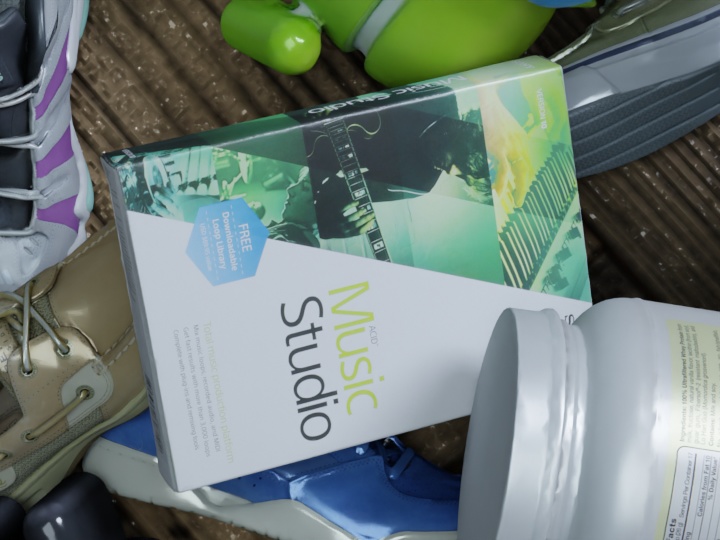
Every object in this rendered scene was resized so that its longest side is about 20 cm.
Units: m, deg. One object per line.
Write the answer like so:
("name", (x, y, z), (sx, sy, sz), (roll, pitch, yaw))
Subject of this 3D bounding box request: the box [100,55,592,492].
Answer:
("box", (0.000, 0.000, 1.041), (0.199, 0.036, 0.145), (-15, 108, -16))

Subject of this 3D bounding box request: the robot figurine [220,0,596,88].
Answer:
("robot figurine", (0.009, -0.162, 1.087), (0.175, 0.116, 0.200), (-44, 86, -9))

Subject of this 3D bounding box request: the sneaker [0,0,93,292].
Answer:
("sneaker", (-0.167, -0.076, 1.088), (0.077, 0.140, 0.201), (-2, 89, 5))

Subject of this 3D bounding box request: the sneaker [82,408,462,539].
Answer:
("sneaker", (-0.022, 0.061, 1.105), (0.199, 0.077, 0.112), (14, 100, 12))

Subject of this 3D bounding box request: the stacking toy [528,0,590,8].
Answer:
("stacking toy", (0.086, -0.222, 1.021), (0.116, 0.110, 0.201), (-28, 44, 36))

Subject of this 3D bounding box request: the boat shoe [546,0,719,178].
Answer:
("boat shoe", (0.137, -0.101, 1.107), (0.199, 0.072, 0.062), (-24, 63, 1))

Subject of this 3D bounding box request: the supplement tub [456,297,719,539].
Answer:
("supplement tub", (0.148, 0.090, 1.006), (0.199, 0.145, 0.146), (9, 90, -5))

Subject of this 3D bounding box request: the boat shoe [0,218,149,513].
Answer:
("boat shoe", (-0.136, 0.038, 1.082), (0.200, 0.065, 0.072), (-46, 52, 31))

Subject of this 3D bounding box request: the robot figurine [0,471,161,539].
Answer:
("robot figurine", (-0.120, 0.194, 1.086), (0.124, 0.150, 0.201), (-23, 98, -39))
